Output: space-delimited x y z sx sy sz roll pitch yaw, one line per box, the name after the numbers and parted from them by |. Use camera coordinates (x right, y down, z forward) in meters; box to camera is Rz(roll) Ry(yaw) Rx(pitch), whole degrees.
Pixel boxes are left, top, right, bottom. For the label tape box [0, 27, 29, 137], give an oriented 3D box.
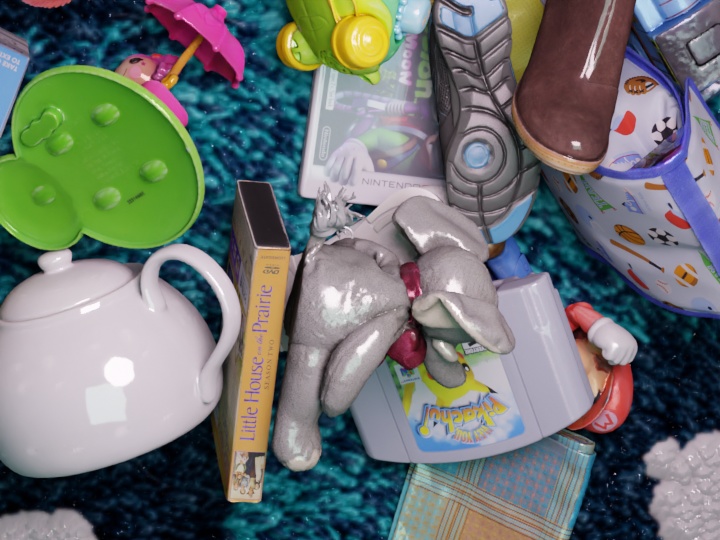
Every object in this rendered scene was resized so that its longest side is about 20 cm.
-0.308 -0.156 1.433 0.142 0.200 0.067 24 94 -14 | label tape box

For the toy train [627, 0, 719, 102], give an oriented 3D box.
0.227 -0.221 1.553 0.086 0.114 0.201 -32 106 -2 | toy train

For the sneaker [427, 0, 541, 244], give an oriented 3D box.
0.091 -0.122 1.524 0.072 0.082 0.202 -6 100 -5 | sneaker

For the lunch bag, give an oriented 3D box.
0.222 -0.065 1.524 0.123 0.200 0.170 -37 122 -1 | lunch bag

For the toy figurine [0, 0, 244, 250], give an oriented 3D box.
-0.163 -0.121 1.491 0.199 0.185 0.150 -28 111 39 | toy figurine

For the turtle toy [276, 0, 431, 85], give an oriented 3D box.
-0.013 -0.234 1.486 0.100 0.145 0.202 -22 104 -21 | turtle toy

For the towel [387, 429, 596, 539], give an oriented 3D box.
0.097 0.206 1.641 0.146 0.022 0.202 21 101 20 | towel

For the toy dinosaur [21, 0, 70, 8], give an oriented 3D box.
-0.129 -0.272 1.458 0.105 0.181 0.201 38 53 -6 | toy dinosaur

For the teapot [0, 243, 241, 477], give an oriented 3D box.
-0.200 0.053 1.506 0.198 0.197 0.147 -20 105 -14 | teapot

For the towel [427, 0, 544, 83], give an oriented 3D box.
0.098 -0.196 1.564 0.086 0.018 0.201 -34 107 1 | towel

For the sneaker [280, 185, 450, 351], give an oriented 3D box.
0.000 0.000 1.585 0.199 0.080 0.077 -29 90 22 | sneaker

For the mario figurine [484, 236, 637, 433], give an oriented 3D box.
0.137 0.056 1.602 0.106 0.123 0.200 -46 102 -10 | mario figurine

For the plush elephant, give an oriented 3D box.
0.029 0.031 1.457 0.153 0.165 0.201 9 128 -5 | plush elephant

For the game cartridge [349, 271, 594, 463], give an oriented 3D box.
0.076 0.083 1.590 0.198 0.041 0.134 -14 110 27 | game cartridge

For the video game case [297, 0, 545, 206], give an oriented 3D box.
0.052 -0.146 1.589 0.180 0.023 0.202 6 101 -11 | video game case

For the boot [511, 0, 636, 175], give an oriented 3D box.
0.164 -0.181 1.425 0.072 0.201 0.167 15 128 -7 | boot

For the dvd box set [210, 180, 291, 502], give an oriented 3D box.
-0.083 0.051 1.520 0.029 0.146 0.202 4 110 -10 | dvd box set
